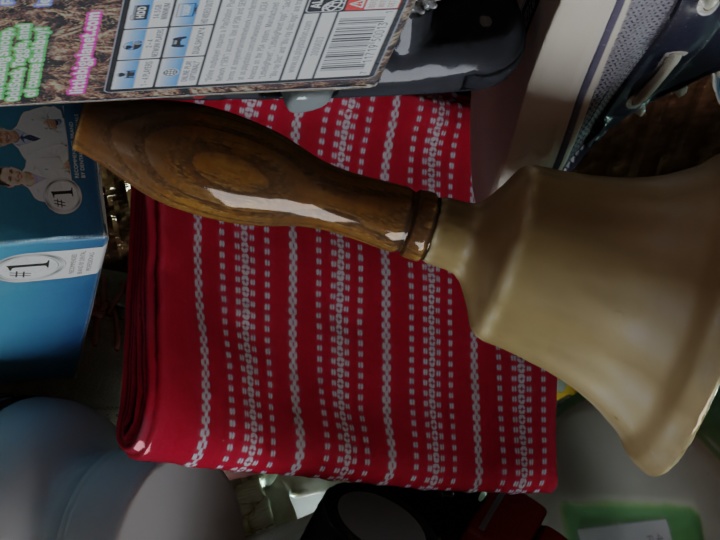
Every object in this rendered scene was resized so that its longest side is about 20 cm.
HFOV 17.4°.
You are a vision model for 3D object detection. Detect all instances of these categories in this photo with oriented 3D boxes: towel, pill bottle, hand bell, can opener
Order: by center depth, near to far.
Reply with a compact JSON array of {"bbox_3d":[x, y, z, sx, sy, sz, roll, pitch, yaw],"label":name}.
[{"bbox_3d":[-0.046,-0.073,0.701,0.199,0.064,0.079,-2,145,-16],"label":"can opener"},{"bbox_3d":[0.010,-0.015,0.713,0.199,0.105,0.104,16,156,-5],"label":"hand bell"},{"bbox_3d":[0.000,0.000,0.805,0.199,0.146,0.022,9,169,-42],"label":"towel"},{"bbox_3d":[-0.147,0.098,0.834,0.199,0.114,0.113,2,167,28],"label":"pill bottle"}]

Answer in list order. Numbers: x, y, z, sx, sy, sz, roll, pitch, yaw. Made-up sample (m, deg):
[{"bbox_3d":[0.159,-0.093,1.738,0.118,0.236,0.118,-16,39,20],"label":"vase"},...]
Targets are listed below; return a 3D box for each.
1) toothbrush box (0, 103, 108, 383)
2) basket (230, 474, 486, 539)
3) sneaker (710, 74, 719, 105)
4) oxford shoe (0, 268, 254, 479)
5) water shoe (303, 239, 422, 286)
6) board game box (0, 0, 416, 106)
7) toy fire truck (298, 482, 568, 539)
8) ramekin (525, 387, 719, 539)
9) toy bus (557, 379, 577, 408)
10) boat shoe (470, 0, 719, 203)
[{"bbox_3d":[-0.188,-0.016,0.760,0.199,0.086,0.147,-6,162,-12],"label":"toothbrush box"},{"bbox_3d":[-0.057,0.095,1.032,0.135,0.124,0.200,-17,167,-31],"label":"basket"},{"bbox_3d":[0.167,-0.055,0.807,0.078,0.090,0.200,-10,161,3],"label":"sneaker"},{"bbox_3d":[-0.081,0.033,0.878,0.199,0.071,0.075,-5,148,8],"label":"oxford shoe"},{"bbox_3d":[-0.008,-0.013,0.872,0.199,0.072,0.079,12,157,-41],"label":"water shoe"},{"bbox_3d":[-0.081,-0.113,0.529,0.199,0.097,0.160,-4,159,-14],"label":"board game box"},{"bbox_3d":[0.062,0.149,0.826,0.129,0.199,0.176,-62,173,24],"label":"toy fire truck"},{"bbox_3d":[0.143,0.123,0.900,0.097,0.201,0.200,-10,163,-31],"label":"ramekin"},{"bbox_3d":[0.148,0.053,1.108,0.199,0.079,0.065,7,155,-39],"label":"toy bus"},{"bbox_3d":[0.093,-0.073,0.744,0.092,0.075,0.200,2,158,-8],"label":"boat shoe"}]
